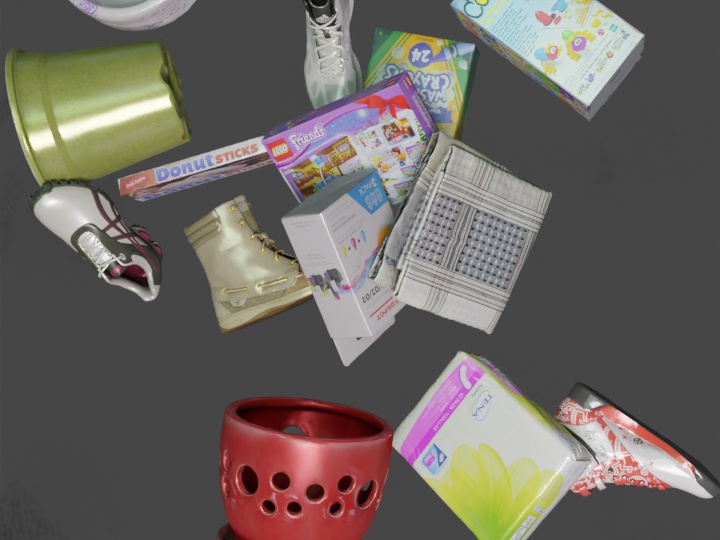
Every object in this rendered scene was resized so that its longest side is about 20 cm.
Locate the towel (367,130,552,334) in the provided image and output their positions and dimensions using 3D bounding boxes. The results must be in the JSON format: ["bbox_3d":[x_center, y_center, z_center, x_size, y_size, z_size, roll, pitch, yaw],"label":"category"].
[{"bbox_3d":[0.121,-0.038,1.328,0.035,0.200,0.193,29,95,56],"label":"towel"}]

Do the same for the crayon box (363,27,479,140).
[{"bbox_3d":[0.062,-0.185,1.403,0.126,0.052,0.200,12,91,13],"label":"crayon box"}]

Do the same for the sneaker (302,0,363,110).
[{"bbox_3d":[-0.047,-0.278,1.398,0.076,0.115,0.201,-5,87,12],"label":"sneaker"}]

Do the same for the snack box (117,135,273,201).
[{"bbox_3d":[-0.200,-0.128,1.448,0.200,0.072,0.024,-15,85,12],"label":"snack box"}]

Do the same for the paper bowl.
[{"bbox_3d":[-0.285,-0.405,1.463,0.200,0.104,0.201,-1,87,13],"label":"paper bowl"}]

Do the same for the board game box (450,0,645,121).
[{"bbox_3d":[0.220,-0.281,1.344,0.200,0.103,0.105,40,96,11],"label":"board game box"}]

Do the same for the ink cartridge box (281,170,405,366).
[{"bbox_3d":[0.000,0.000,1.335,0.068,0.115,0.200,-4,116,41],"label":"ink cartridge box"}]

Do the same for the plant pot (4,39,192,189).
[{"bbox_3d":[-0.315,-0.201,1.432,0.184,0.200,0.201,-14,84,0],"label":"plant pot"}]

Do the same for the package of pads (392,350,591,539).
[{"bbox_3d":[0.149,0.205,1.326,0.200,0.068,0.155,44,103,31],"label":"package of pads"}]

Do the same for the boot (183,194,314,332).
[{"bbox_3d":[-0.111,-0.027,1.423,0.200,0.073,0.156,-24,85,18],"label":"boot"}]

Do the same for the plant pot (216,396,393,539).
[{"bbox_3d":[-0.068,0.256,1.342,0.200,0.200,0.183,7,96,13],"label":"plant pot"}]

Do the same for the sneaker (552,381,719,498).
[{"bbox_3d":[0.304,0.227,1.323,0.201,0.067,0.108,35,96,15],"label":"sneaker"}]

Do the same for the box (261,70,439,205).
[{"bbox_3d":[-0.001,-0.137,1.360,0.200,0.039,0.137,-18,115,30],"label":"box"}]

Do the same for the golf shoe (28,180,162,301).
[{"bbox_3d":[-0.316,-0.038,1.410,0.077,0.200,0.088,-41,41,16],"label":"golf shoe"}]
